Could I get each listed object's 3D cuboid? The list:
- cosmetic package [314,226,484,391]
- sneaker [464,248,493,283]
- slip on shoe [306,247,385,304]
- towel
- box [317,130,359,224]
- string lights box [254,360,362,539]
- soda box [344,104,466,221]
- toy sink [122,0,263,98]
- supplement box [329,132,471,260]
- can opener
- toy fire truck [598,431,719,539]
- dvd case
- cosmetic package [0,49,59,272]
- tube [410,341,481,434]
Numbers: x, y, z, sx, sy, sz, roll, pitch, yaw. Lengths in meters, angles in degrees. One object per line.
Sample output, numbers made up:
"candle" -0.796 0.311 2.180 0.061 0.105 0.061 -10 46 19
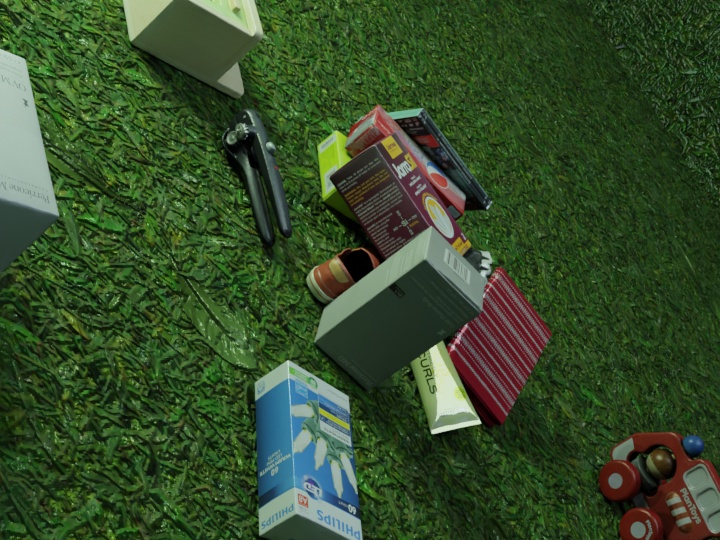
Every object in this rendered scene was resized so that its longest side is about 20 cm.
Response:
"cosmetic package" 0.048 0.050 1.564 0.107 0.200 0.090 41 28 -16
"sneaker" 0.149 0.036 1.885 0.090 0.066 0.201 24 45 -18
"slip on shoe" 0.000 0.000 1.694 0.074 0.061 0.200 56 26 10
"towel" 0.197 0.110 1.815 0.145 0.022 0.200 51 51 -19
"box" 0.024 -0.109 1.871 0.200 0.048 0.122 32 35 -34
"string lights box" -0.059 0.209 1.362 0.103 0.059 0.200 34 33 -35
"soda box" 0.069 -0.148 1.864 0.200 0.063 0.070 44 28 -18
"toy sink" -0.211 -0.346 1.707 0.200 0.112 0.131 25 39 -43
"supplement box" 0.057 -0.082 1.749 0.200 0.086 0.110 56 23 -4
"can opener" -0.127 -0.124 1.635 0.079 0.063 0.201 18 43 -49
"toy fire truck" 0.475 0.338 1.925 0.112 0.168 0.201 18 44 -49
"dvd case" 0.097 -0.165 1.926 0.200 0.146 0.022 50 60 -28
"cosmetic package" -0.403 -0.119 1.139 0.199 0.123 0.201 18 45 -48
"tube" 0.098 0.127 1.709 0.052 0.058 0.201 38 29 -60
